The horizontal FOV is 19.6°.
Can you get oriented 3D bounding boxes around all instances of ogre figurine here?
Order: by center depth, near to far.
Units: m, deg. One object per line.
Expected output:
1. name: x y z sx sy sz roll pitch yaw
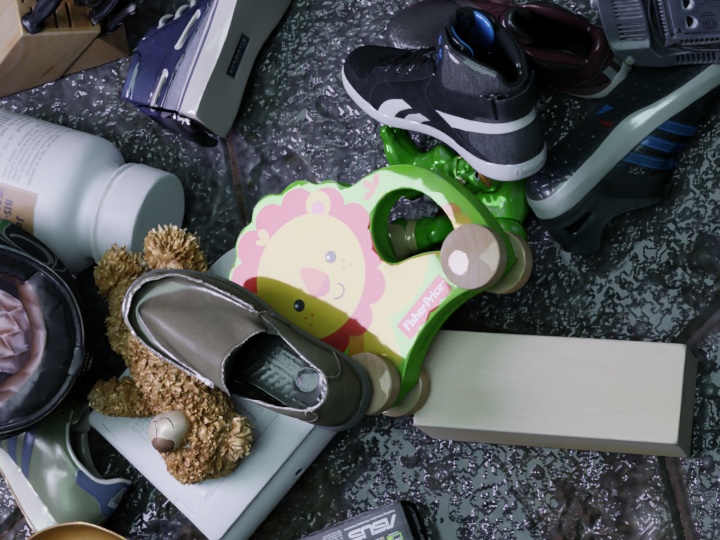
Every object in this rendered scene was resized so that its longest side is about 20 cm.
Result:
1. ogre figurine: 0.076 -0.060 1.596 0.120 0.098 0.200 -9 48 29

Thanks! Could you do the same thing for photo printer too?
1. photo printer: -0.095 0.094 1.640 0.166 0.069 0.200 41 95 18

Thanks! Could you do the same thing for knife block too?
1. knife block: -0.268 -0.208 1.682 0.200 0.176 0.064 -15 77 16

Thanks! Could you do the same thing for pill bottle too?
1. pill bottle: -0.250 -0.061 1.688 0.200 0.114 0.114 17 88 19

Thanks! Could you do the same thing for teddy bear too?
1. teddy bear: -0.148 0.064 1.583 0.145 0.067 0.200 -3 85 23

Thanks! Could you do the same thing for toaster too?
1. toaster: 0.271 -0.230 1.524 0.200 0.114 0.129 -2 50 19

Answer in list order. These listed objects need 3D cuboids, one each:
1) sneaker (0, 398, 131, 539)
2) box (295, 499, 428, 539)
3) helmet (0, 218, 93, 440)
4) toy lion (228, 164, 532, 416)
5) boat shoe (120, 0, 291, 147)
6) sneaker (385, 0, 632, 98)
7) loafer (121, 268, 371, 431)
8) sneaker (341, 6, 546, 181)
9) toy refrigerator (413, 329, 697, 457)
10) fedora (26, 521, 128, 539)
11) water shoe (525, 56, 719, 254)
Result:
1. sneaker: -0.260 0.127 1.696 0.090 0.067 0.200 -36 75 4
2. box: -0.021 0.300 1.601 0.200 0.048 0.193 -24 78 13
3. helmet: -0.313 0.042 1.598 0.191 0.200 0.200 12 85 63
4. toy lion: 0.000 0.000 1.548 0.192 0.069 0.200 47 108 23
5. boat shoe: -0.125 -0.204 1.691 0.093 0.075 0.200 19 79 32
6. sneaker: 0.103 -0.184 1.589 0.200 0.116 0.076 8 85 19
7. loafer: -0.087 0.052 1.495 0.200 0.070 0.075 23 91 17
8. sneaker: 0.060 -0.155 1.536 0.073 0.112 0.200 -33 45 -29
9. toy refrigerator: 0.147 0.093 1.563 0.200 0.070 0.076 2 76 18
10. fedora: -0.217 0.298 1.613 0.201 0.082 0.201 8 109 25
11. water shoe: 0.212 -0.094 1.574 0.200 0.079 0.072 -38 29 -8
